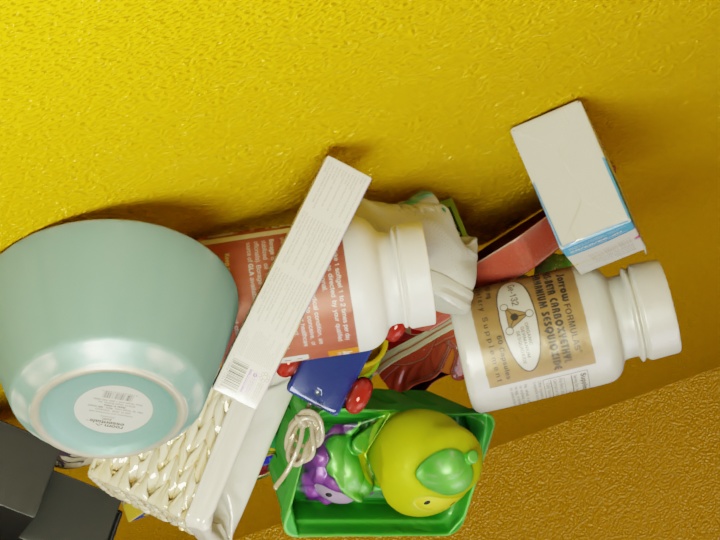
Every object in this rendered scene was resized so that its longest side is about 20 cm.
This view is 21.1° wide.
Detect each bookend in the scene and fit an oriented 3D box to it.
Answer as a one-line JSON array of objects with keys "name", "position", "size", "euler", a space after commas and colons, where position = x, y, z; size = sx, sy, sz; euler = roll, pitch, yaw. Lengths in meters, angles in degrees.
[{"name": "bookend", "position": [-0.313, 0.215, 1.848], "size": [0.198, 0.092, 0.200], "euler": [23, 154, -11]}]

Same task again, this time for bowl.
[{"name": "bowl", "position": [-0.188, 0.065, 1.434], "size": [0.200, 0.105, 0.201], "euler": [-3, 139, -3]}]

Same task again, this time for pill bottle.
[{"name": "pill bottle", "position": [0.189, 0.056, 1.783], "size": [0.199, 0.115, 0.114], "euler": [-14, 168, 3]}, {"name": "pill bottle", "position": [-0.042, 0.017, 1.566], "size": [0.199, 0.113, 0.112], "euler": [-8, 168, 0]}]

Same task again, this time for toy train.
[{"name": "toy train", "position": [-0.035, 0.093, 1.696], "size": [0.201, 0.084, 0.116], "euler": [-62, -175, 0]}]

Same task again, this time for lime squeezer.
[{"name": "lime squeezer", "position": [0.176, 0.001, 1.943], "size": [0.038, 0.071, 0.200], "euler": [38, 126, -27]}]

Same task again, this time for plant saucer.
[{"name": "plant saucer", "position": [0.146, -0.014, 1.893], "size": [0.200, 0.037, 0.199], "euler": [-33, -179, 43]}]

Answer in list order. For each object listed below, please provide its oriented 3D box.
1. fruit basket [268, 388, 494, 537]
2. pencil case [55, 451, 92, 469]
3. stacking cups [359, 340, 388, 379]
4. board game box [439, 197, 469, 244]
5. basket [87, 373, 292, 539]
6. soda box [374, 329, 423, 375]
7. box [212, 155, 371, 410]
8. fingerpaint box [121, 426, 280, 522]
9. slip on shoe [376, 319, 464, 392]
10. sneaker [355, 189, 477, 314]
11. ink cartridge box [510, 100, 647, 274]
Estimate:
[{"name": "fruit basket", "position": [0.036, 0.184, 1.772], "size": [0.215, 0.215, 0.156], "euler": [-7, 120, -49]}, {"name": "pencil case", "position": [-0.239, 0.125, 1.864], "size": [0.089, 0.078, 0.200], "euler": [-32, 177, -42]}, {"name": "stacking cups", "position": [-0.020, 0.101, 1.908], "size": [0.060, 0.061, 0.200], "euler": [-18, 162, -17]}, {"name": "board game box", "position": [0.000, 0.000, 1.806], "size": [0.199, 0.048, 0.102], "euler": [-21, 167, -4]}, {"name": "basket", "position": [-0.144, 0.130, 1.718], "size": [0.123, 0.201, 0.136], "euler": [21, 166, 10]}, {"name": "soda box", "position": [0.046, 0.063, 2.118], "size": [0.199, 0.064, 0.070], "euler": [-25, 167, 18]}, {"name": "box", "position": [-0.053, 0.010, 1.477], "size": [0.201, 0.041, 0.039], "euler": [-65, -175, -2]}, {"name": "fingerpaint box", "position": [-0.137, 0.174, 1.909], "size": [0.166, 0.074, 0.200], "euler": [-15, 168, -30]}, {"name": "slip on shoe", "position": [0.102, 0.078, 1.951], "size": [0.200, 0.061, 0.074], "euler": [-31, 167, 32]}, {"name": "sneaker", "position": [0.039, -0.036, 1.686], "size": [0.075, 0.089, 0.200], "euler": [8, 162, 38]}, {"name": "ink cartridge box", "position": [0.196, -0.066, 1.699], "size": [0.068, 0.116, 0.200], "euler": [-23, 167, 9]}]
